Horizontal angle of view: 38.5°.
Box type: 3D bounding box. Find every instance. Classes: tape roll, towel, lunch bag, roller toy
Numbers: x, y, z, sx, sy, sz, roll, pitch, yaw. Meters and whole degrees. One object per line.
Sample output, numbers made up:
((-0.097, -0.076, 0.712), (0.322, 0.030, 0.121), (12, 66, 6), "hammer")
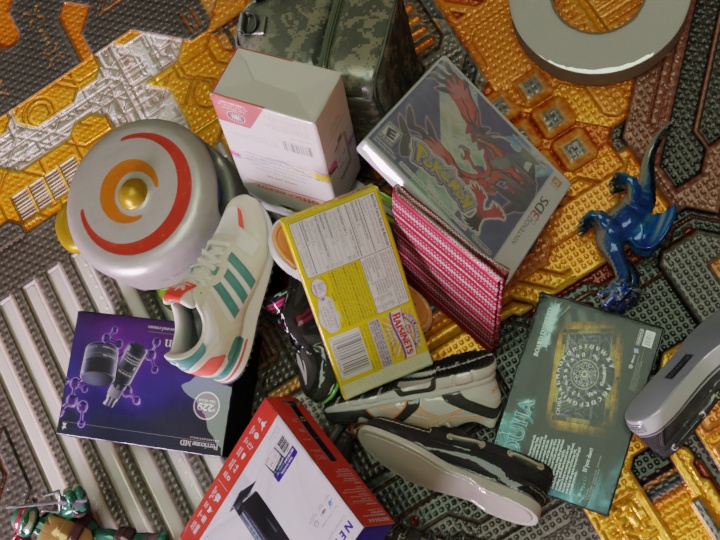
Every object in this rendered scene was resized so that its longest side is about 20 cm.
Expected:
((0.266, -0.306, 1.148), (0.201, 0.037, 0.205), (-3, 77, 12), "tape roll")
((0.090, 0.002, 1.041), (0.144, 0.200, 0.022), (41, 75, 20), "towel")
((-0.033, -0.212, 1.111), (0.166, 0.200, 0.140), (5, 71, 14), "lunch bag")
((-0.228, -0.070, 1.154), (0.199, 0.140, 0.183), (28, 87, 22), "roller toy")

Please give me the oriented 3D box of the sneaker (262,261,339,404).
((-0.071, 0.047, 1.108), (0.077, 0.083, 0.202), (-26, 74, 47), "sneaker")

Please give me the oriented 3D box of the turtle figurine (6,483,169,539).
((-0.317, 0.298, 1.125), (0.199, 0.101, 0.151), (20, 98, 1), "turtle figurine")

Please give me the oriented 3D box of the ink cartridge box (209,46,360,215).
((-0.069, -0.129, 1.061), (0.116, 0.200, 0.068), (18, 64, 16), "ink cartridge box")

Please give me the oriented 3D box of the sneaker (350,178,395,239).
((-0.042, -0.073, 1.154), (0.199, 0.074, 0.081), (23, 89, 19), "sneaker")

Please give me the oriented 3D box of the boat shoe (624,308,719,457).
((0.352, 0.106, 1.027), (0.200, 0.070, 0.066), (-44, 104, -13), "boat shoe")

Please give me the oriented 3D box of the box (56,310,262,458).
((-0.223, 0.128, 1.151), (0.198, 0.079, 0.142), (5, 82, 14), "box")

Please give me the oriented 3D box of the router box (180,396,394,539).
((-0.080, 0.261, 1.042), (0.180, 0.049, 0.201), (46, 113, 35), "router box")

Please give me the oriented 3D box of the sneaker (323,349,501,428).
((0.054, 0.145, 1.084), (0.199, 0.074, 0.081), (-12, 107, 22), "sneaker")

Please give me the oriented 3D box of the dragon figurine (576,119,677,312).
((0.294, -0.051, 1.075), (0.099, 0.059, 0.200), (37, 85, 17), "dragon figurine")

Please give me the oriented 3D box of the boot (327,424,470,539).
((0.029, 0.271, 1.072), (0.173, 0.069, 0.202), (8, 87, 12), "boot")

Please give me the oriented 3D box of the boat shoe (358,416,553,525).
((0.095, 0.188, 1.037), (0.199, 0.074, 0.061), (19, 57, 18), "boat shoe")

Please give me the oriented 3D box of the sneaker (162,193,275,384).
((-0.150, 0.012, 1.060), (0.070, 0.093, 0.201), (4, 80, 45), "sneaker")

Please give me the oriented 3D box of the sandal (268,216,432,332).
((0.002, -0.006, 1.087), (0.206, 0.059, 0.080), (29, 49, -17), "sandal")

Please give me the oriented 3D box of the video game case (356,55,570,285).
((0.113, -0.106, 1.058), (0.200, 0.023, 0.182), (44, 49, -5), "video game case")

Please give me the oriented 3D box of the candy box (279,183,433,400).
((-0.002, 0.023, 1.039), (0.102, 0.026, 0.201), (-22, 109, -10), "candy box")

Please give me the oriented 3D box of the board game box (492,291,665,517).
((0.221, 0.136, 1.068), (0.134, 0.028, 0.201), (17, 83, 16), "board game box")
